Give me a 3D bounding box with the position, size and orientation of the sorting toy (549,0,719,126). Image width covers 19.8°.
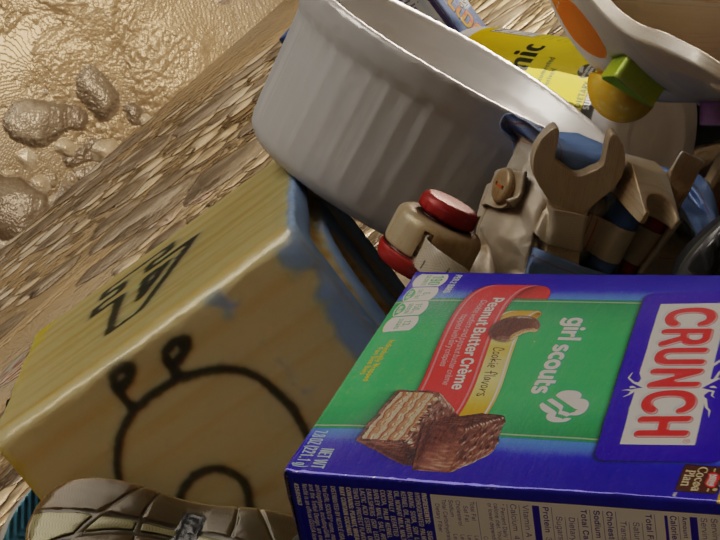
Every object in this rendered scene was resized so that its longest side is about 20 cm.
[{"bbox_3d":[0.202,-0.114,1.048,0.200,0.107,0.180,0,13,-7],"label":"sorting toy"}]

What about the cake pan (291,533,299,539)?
[{"bbox_3d":[0.031,0.148,0.932,0.200,0.037,0.200,-21,24,10],"label":"cake pan"}]

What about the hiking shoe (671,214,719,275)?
[{"bbox_3d":[0.237,-0.028,1.044,0.200,0.076,0.101,-31,4,-9],"label":"hiking shoe"}]

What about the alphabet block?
[{"bbox_3d":[-0.061,0.078,1.168,0.200,0.195,0.196,-36,12,8],"label":"alphabet block"}]

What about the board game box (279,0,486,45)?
[{"bbox_3d":[0.051,-0.128,1.530,0.135,0.200,0.034,-27,18,37],"label":"board game box"}]

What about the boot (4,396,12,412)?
[{"bbox_3d":[-0.124,0.102,1.356,0.138,0.200,0.078,-71,-8,-73],"label":"boot"}]

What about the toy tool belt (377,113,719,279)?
[{"bbox_3d":[0.111,-0.036,1.056,0.125,0.200,0.123,43,112,51],"label":"toy tool belt"}]

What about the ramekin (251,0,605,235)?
[{"bbox_3d":[0.035,-0.082,1.189,0.098,0.200,0.200,-60,9,14],"label":"ramekin"}]

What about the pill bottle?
[{"bbox_3d":[0.106,-0.098,1.333,0.200,0.111,0.111,13,47,38],"label":"pill bottle"}]

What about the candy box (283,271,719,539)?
[{"bbox_3d":[0.092,0.073,0.886,0.200,0.077,0.169,2,31,23],"label":"candy box"}]

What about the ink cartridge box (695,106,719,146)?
[{"bbox_3d":[0.228,-0.134,1.313,0.039,0.099,0.200,-52,17,-26],"label":"ink cartridge box"}]

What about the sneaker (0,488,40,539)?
[{"bbox_3d":[-0.171,0.148,1.389,0.200,0.077,0.081,-41,4,-42],"label":"sneaker"}]

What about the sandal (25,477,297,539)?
[{"bbox_3d":[-0.075,0.160,1.046,0.200,0.054,0.080,14,54,16],"label":"sandal"}]
